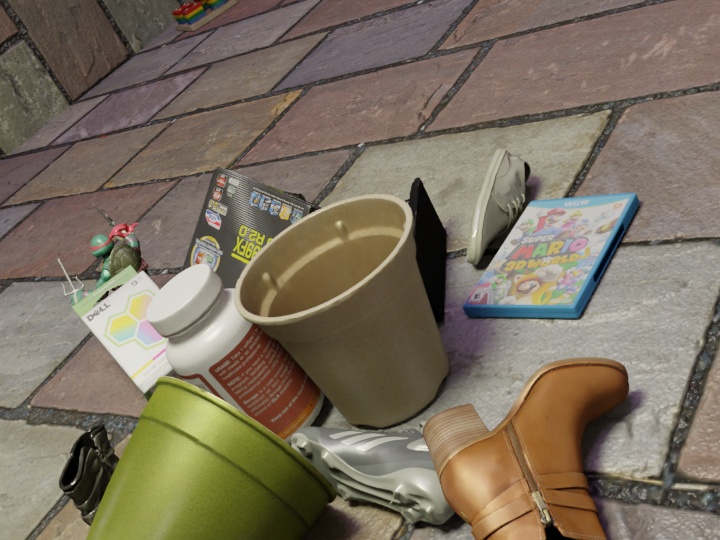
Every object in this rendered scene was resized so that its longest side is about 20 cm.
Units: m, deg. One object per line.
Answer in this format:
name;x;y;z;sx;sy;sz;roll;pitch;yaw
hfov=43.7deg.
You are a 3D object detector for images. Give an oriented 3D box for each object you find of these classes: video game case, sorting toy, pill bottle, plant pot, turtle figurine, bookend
video game case;0.218;-0.019;1.024;0.142;0.018;0.200;-2;38;42
sorting toy;-0.565;-0.938;3.211;0.198;0.070;0.200;-38;29;-16
pill bottle;-0.135;0.094;0.967;0.112;0.201;0.113;-28;28;16
plant pot;0.000;0.053;0.934;0.199;0.184;0.201;-23;29;13
plant pot;-0.155;0.233;0.806;0.199;0.201;0.194;7;56;48
turtle figurine;-0.356;0.010;1.319;0.100;0.201;0.150;2;41;45
bookend;0.000;0.000;1.118;0.197;0.093;0.201;-19;29;19

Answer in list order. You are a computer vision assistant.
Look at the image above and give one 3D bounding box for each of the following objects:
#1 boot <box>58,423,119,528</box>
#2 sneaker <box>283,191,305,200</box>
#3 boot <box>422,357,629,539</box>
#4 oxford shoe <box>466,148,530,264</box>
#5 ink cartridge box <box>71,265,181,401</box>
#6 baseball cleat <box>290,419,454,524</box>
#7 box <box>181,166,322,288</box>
boot;-0.263;0.256;0.904;0.067;0.131;0.200;-26;28;7
sneaker;-0.150;-0.036;1.299;0.199;0.112;0.077;-33;28;-6
boot;0.163;0.156;0.734;0.198;0.077;0.156;-13;38;-15
oxford shoe;0.174;-0.082;1.126;0.057;0.076;0.201;19;46;8
ink cartridge box;-0.299;0.073;1.202;0.104;0.059;0.200;-39;67;-17
baseball cleat;0.026;0.176;0.849;0.199;0.070;0.106;15;44;41
box;-0.146;-0.037;1.219;0.199;0.044;0.162;25;98;38
